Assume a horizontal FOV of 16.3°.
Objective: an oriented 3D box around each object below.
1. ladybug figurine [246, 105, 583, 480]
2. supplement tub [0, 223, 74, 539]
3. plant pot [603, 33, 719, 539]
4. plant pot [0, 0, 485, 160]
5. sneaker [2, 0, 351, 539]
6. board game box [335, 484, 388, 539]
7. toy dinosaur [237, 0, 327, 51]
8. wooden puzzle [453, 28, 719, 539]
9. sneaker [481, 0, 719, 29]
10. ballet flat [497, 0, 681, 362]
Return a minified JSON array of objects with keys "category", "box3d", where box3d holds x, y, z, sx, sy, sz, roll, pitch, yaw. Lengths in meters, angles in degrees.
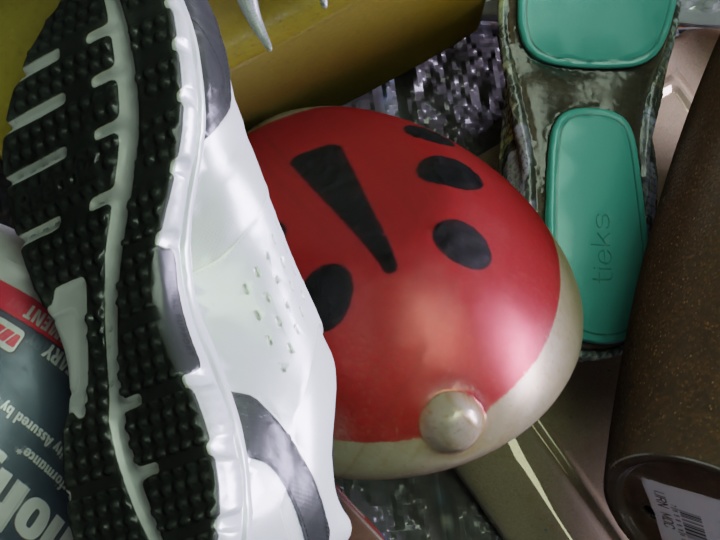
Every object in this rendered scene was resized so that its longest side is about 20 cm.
[{"category":"ladybug figurine","box3d":[0.000,0.000,0.838,0.136,0.200,0.072,-22,119,-12]},{"category":"supplement tub","box3d":[-0.149,0.093,0.783,0.140,0.140,0.200,34,63,-4]},{"category":"plant pot","box3d":[0.168,0.016,0.854,0.187,0.187,0.200,36,64,-3]},{"category":"plant pot","box3d":[-0.083,-0.128,0.863,0.176,0.200,0.200,-37,85,-6]},{"category":"sneaker","box3d":[-0.052,0.004,0.750,0.080,0.074,0.200,7,72,-51]},{"category":"board game box","box3d":[0.019,0.169,0.789,0.103,0.019,0.200,-44,79,-2]},{"category":"toy dinosaur","box3d":[-0.095,-0.141,0.726,0.200,0.077,0.102,12,48,6]},{"category":"wooden puzzle","box3d":[0.113,0.023,0.965,0.200,0.037,0.185,-32,82,-22]},{"category":"sneaker","box3d":[0.075,-0.133,0.991,0.200,0.079,0.079,14,100,10]},{"category":"ballet flat","box3d":[0.077,-0.065,0.923,0.072,0.072,0.201,6,82,-17]}]
